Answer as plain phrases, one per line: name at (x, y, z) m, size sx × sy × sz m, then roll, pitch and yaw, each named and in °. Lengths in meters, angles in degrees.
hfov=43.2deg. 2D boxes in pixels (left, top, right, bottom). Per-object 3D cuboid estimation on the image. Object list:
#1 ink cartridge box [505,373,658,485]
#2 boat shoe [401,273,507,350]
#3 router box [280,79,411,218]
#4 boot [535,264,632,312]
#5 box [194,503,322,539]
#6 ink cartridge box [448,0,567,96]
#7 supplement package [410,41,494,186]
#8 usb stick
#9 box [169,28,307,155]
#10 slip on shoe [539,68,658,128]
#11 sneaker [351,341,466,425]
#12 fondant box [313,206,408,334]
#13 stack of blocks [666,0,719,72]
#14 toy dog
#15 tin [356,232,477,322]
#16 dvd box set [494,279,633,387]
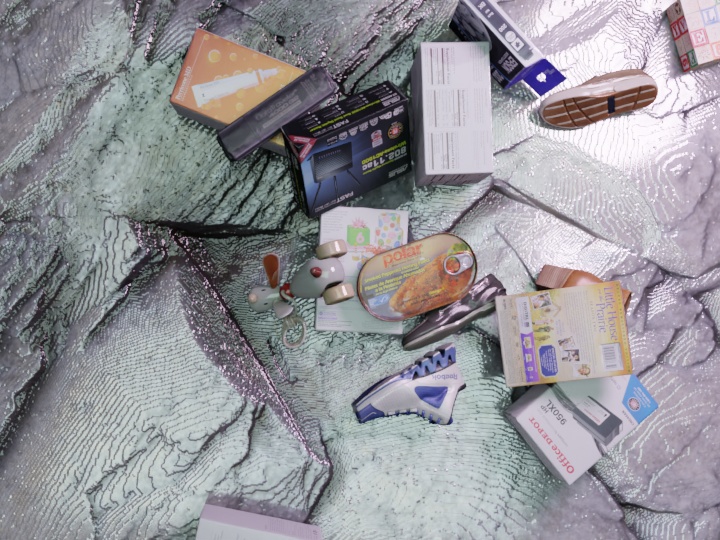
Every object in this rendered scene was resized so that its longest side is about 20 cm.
ink cartridge box at (0.361, 0.229, 1.494) m, size 0.200 × 0.084 × 0.145 m, roll -40°, pitch 91°, yaw -4°
boat shoe at (0.149, 0.069, 1.496) m, size 0.198 × 0.067 × 0.057 m, roll -25°, pitch 71°, yaw -10°
router box at (-0.018, -0.188, 1.424) m, size 0.198 × 0.151 × 0.062 m, roll -26°, pitch 51°, yaw -15°
boot at (0.341, 0.097, 1.474) m, size 0.154 × 0.077 × 0.202 m, roll 19°, pitch 74°, yaw 26°
box at (-0.169, 0.460, 1.443) m, size 0.198 × 0.097 × 0.126 m, roll 13°, pitch 88°, yaw -5°
ink cartridge box at (0.226, -0.348, 1.439) m, size 0.043 × 0.198 × 0.200 m, roll -44°, pitch 91°, yaw 2°
supplement package at (0.144, -0.244, 1.450) m, size 0.109 × 0.156 × 0.203 m, roll -1°, pitch 89°, yaw -2°
usb stick at (-0.128, -0.238, 1.380) m, size 0.199 × 0.033 × 0.056 m, roll -35°, pitch 85°, yaw -4°
box at (-0.185, -0.280, 1.448) m, size 0.198 × 0.097 × 0.126 m, roll 20°, pitch 88°, yaw -3°
slip on shoe at (0.393, -0.295, 1.522) m, size 0.198 × 0.076 × 0.061 m, roll -14°, pitch 50°, yaw 3°
sneaker at (0.092, 0.213, 1.476) m, size 0.198 × 0.081 × 0.116 m, roll -29°, pitch 89°, yaw -6°
fondant box at (0.000, 0.000, 1.485) m, size 0.142 × 0.058 × 0.203 m, roll 3°, pitch 90°, yaw -4°
stack of blocks at (0.634, -0.423, 1.540) m, size 0.198 × 0.059 × 0.117 m, roll -16°, pitch 90°, yaw -4°
toy dog at (-0.101, 0.025, 1.415) m, size 0.200 × 0.096 × 0.133 m, roll -41°, pitch 69°, yaw 21°
tin at (0.089, 0.010, 1.446) m, size 0.198 × 0.042 × 0.113 m, roll -18°, pitch 96°, yaw -8°
dvd box set at (0.318, 0.100, 1.429) m, size 0.198 × 0.029 × 0.148 m, roll -9°, pitch 85°, yaw 16°
